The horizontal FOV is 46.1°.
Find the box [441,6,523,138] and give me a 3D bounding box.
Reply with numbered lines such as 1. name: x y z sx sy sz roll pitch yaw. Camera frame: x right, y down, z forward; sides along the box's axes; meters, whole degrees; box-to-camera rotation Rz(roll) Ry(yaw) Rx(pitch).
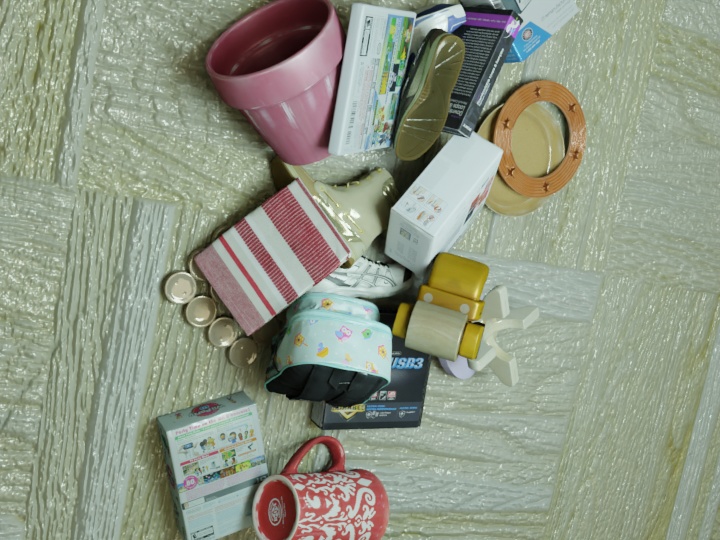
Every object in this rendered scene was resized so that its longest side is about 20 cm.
1. box: 0.156 -0.314 1.327 0.036 0.142 0.202 26 90 -41

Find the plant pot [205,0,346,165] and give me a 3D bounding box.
1. plant pot: -0.096 -0.258 1.200 0.199 0.200 0.180 -38 131 -14

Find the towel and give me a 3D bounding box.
1. towel: -0.128 -0.020 1.243 0.199 0.023 0.145 -37 85 2

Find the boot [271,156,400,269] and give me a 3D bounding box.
1. boot: -0.031 -0.125 1.317 0.155 0.073 0.201 -41 95 -27

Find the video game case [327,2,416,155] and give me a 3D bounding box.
1. video game case: 0.018 -0.271 1.206 0.182 0.022 0.203 -24 128 -61

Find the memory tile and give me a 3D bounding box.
1. memory tile: -0.194 0.043 1.305 0.153 0.017 0.200 -46 117 -11

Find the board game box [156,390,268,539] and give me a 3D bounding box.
1. board game box: -0.224 0.310 1.323 0.146 0.064 0.203 -14 109 -24

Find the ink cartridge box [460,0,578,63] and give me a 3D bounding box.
1. ink cartridge box: 0.242 -0.462 1.371 0.146 0.086 0.201 -42 117 -12

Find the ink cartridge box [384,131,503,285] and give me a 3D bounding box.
1. ink cartridge box: 0.128 -0.097 1.352 0.083 0.176 0.200 33 65 14

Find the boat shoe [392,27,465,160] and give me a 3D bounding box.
1. boat shoe: 0.097 -0.265 1.278 0.072 0.065 0.202 9 119 -31

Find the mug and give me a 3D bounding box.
1. mug: -0.076 0.368 1.356 0.199 0.178 0.134 15 118 -48

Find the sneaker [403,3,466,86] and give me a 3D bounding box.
1. sneaker: 0.078 -0.331 1.329 0.198 0.081 0.116 -31 117 -10

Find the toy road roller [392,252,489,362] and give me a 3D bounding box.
1. toy road roller: 0.133 0.050 1.275 0.121 0.200 0.148 16 92 12

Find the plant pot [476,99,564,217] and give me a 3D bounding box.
1. plant pot: 0.269 -0.195 1.476 0.197 0.027 0.203 -6 104 -26

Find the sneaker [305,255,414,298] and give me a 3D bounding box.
1. sneaker: 0.000 0.000 1.359 0.197 0.075 0.089 -10 101 -27

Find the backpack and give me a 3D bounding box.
1. backpack: -0.040 0.118 1.253 0.173 0.200 0.156 14 74 -14

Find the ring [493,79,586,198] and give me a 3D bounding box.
1. ring: 0.316 -0.226 1.467 0.198 0.019 0.204 -6 104 -26

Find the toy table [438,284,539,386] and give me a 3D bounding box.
1. toy table: 0.208 0.104 1.439 0.184 0.116 0.202 -45 129 -30

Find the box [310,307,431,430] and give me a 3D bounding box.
1. box: 0.024 0.164 1.423 0.197 0.050 0.202 5 100 -28
